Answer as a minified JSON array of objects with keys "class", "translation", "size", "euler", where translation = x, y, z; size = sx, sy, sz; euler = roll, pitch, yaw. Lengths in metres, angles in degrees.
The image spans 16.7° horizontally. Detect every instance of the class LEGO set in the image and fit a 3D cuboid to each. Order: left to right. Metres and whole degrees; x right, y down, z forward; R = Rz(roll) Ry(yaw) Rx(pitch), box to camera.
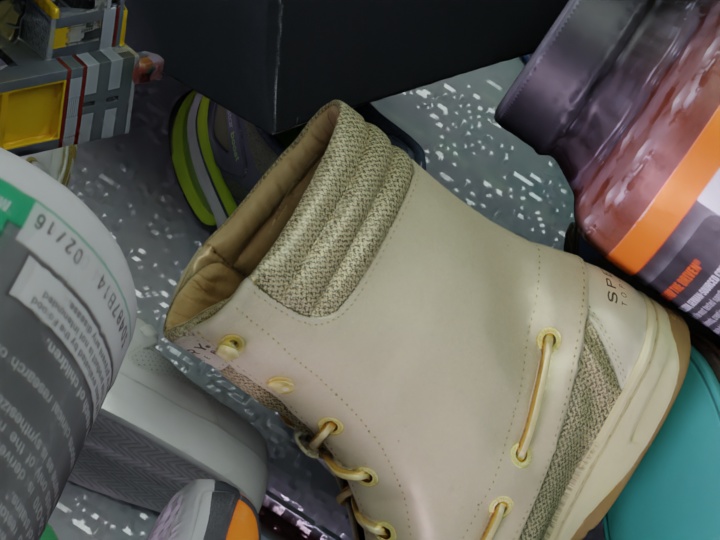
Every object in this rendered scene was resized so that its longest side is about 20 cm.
[{"class":"LEGO set","translation":[-0.135,-0.121,0.764],"size":[0.116,0.154,0.200],"euler":[-15,34,-35]}]

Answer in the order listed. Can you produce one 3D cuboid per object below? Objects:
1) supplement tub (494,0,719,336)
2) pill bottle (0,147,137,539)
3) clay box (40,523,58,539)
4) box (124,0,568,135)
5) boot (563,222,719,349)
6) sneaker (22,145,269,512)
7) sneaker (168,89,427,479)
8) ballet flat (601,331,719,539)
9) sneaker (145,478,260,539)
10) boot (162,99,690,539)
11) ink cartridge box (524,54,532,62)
[{"class":"supplement tub","translation":[0.144,-0.023,0.800],"size":[0.200,0.107,0.107],"euler":[33,57,0]},{"class":"pill bottle","translation":[-0.144,0.067,0.647],"size":[0.113,0.113,0.200],"euler":[25,56,-6]},{"class":"clay box","translation":[-0.160,0.152,0.689],"size":[0.115,0.048,0.200],"euler":[17,57,-9]},{"class":"box","translation":[-0.038,-0.131,0.855],"size":[0.141,0.079,0.200],"euler":[-23,39,-35]},{"class":"boot","translation":[0.164,0.027,0.900],"size":[0.200,0.075,0.097],"euler":[5,49,-9]},{"class":"sneaker","translation":[-0.104,-0.002,0.829],"size":[0.200,0.074,0.116],"euler":[28,60,-3]},{"class":"sneaker","translation":[0.000,0.000,0.861],"size":[0.074,0.081,0.200],"euler":[-25,74,-29]},{"class":"ballet flat","translation":[0.127,0.118,0.804],"size":[0.072,0.068,0.200],"euler":[22,48,-41]},{"class":"sneaker","translation":[-0.026,0.166,0.717],"size":[0.112,0.078,0.200],"euler":[13,72,-13]},{"class":"boot","translation":[-0.004,0.063,0.775],"size":[0.155,0.073,0.200],"euler":[32,90,-23]},{"class":"ink cartridge box","translation":[0.143,-0.108,0.902],"size":[0.076,0.200,0.136],"euler":[-26,74,-30]}]
